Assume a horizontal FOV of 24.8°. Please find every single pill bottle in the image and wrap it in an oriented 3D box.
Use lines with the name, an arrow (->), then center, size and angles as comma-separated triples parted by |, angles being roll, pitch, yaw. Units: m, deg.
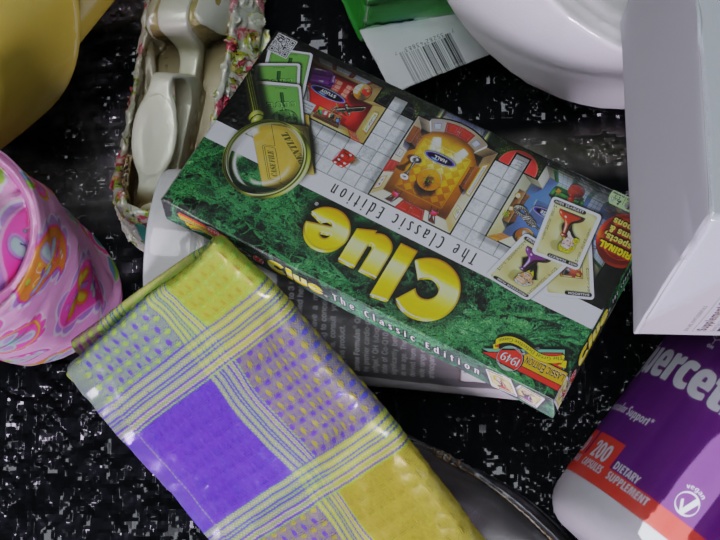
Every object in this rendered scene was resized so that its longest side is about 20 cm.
pill bottle -> 0.000, 0.000, 0.796 | 0.198, 0.111, 0.112 | 5, 77, 5
pill bottle -> 0.186, 0.063, 0.754 | 0.112, 0.112, 0.200 | 36, 85, 17

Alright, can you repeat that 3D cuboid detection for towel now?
towel -> -0.042, 0.088, 0.766 | 0.143, 0.023, 0.200 | -32, 98, 40

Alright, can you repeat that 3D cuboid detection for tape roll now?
tape roll -> 0.128, -0.185, 0.799 | 0.201, 0.071, 0.204 | 5, 77, -21

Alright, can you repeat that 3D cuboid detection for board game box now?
board game box -> 0.021, -0.025, 0.733 | 0.199, 0.023, 0.105 | 26, 71, 14

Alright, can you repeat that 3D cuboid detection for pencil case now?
pencil case -> -0.174, -0.003, 0.796 | 0.087, 0.200, 0.088 | 0, 83, 2

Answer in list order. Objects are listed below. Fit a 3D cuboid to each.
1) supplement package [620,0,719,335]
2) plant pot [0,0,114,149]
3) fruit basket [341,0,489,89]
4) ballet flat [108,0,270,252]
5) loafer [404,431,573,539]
supplement package -> 0.215, -0.064, 0.649 | 0.198, 0.151, 0.153 | 1, 72, -1
plant pot -> -0.198, -0.177, 0.837 | 0.200, 0.202, 0.189 | 30, 47, 16
fruit basket -> 0.067, -0.206, 0.869 | 0.199, 0.094, 0.186 | -22, 78, -16
ballet flat -> -0.092, -0.105, 0.875 | 0.075, 0.064, 0.202 | 1, 76, 14
loafer -> 0.020, 0.114, 0.794 | 0.199, 0.072, 0.073 | 25, 81, 15
